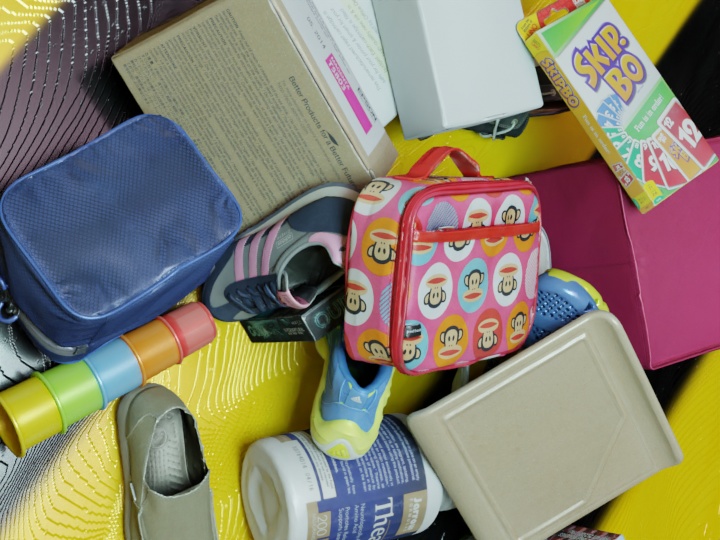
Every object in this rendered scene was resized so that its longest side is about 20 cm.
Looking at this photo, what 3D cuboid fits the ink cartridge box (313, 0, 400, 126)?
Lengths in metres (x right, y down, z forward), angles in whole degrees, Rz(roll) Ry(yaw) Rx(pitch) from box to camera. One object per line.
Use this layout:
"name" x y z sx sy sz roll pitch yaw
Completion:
"ink cartridge box" -0.005 -0.214 1.307 0.200 0.083 0.145 -44 107 -23

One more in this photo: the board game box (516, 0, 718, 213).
"board game box" 0.226 -0.156 1.255 0.095 0.030 0.200 -32 84 -32

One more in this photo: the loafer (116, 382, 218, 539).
"loafer" -0.162 0.196 1.211 0.075 0.068 0.201 -15 94 -28

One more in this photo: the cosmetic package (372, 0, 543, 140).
"cosmetic package" 0.079 -0.225 1.261 0.112 0.081 0.201 -13 94 -28

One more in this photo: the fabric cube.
"fabric cube" 0.275 -0.016 1.380 0.195 0.199 0.201 -11 92 -29

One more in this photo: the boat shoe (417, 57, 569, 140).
"boat shoe" 0.136 -0.159 1.385 0.199 0.072 0.068 -22 93 -29

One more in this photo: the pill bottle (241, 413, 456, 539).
"pill bottle" 0.003 0.189 1.274 0.199 0.111 0.112 -8 91 -28

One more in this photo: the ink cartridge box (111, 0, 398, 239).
"ink cartridge box" -0.087 -0.137 1.206 0.201 0.164 0.075 60 28 -16

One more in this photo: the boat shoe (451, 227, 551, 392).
"boat shoe" 0.129 0.050 1.303 0.071 0.070 0.201 17 97 -3

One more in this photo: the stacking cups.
"stacking cups" -0.213 0.087 1.203 0.199 0.060 0.061 -27 100 -31

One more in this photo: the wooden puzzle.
"wooden puzzle" 0.162 0.144 1.243 0.199 0.037 0.185 -28 118 4

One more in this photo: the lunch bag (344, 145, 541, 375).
"lunch bag" 0.070 -0.013 1.165 0.199 0.082 0.177 -8 105 -51

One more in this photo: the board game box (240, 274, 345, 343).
"board game box" 0.000 0.000 1.270 0.200 0.135 0.028 -35 103 -25

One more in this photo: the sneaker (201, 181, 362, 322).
"sneaker" -0.071 0.005 1.195 0.070 0.200 0.082 28 44 -28

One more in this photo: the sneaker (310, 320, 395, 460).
"sneaker" 0.005 0.065 1.243 0.075 0.105 0.201 13 43 -10

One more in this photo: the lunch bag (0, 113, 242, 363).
"lunch bag" -0.210 -0.017 1.160 0.200 0.132 0.136 -32 81 -28

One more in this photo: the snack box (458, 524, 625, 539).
"snack box" 0.132 0.298 1.287 0.168 0.200 0.068 -33 102 -24

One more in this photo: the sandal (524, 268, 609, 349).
"sandal" 0.175 0.091 1.270 0.087 0.079 0.201 -38 133 -37
